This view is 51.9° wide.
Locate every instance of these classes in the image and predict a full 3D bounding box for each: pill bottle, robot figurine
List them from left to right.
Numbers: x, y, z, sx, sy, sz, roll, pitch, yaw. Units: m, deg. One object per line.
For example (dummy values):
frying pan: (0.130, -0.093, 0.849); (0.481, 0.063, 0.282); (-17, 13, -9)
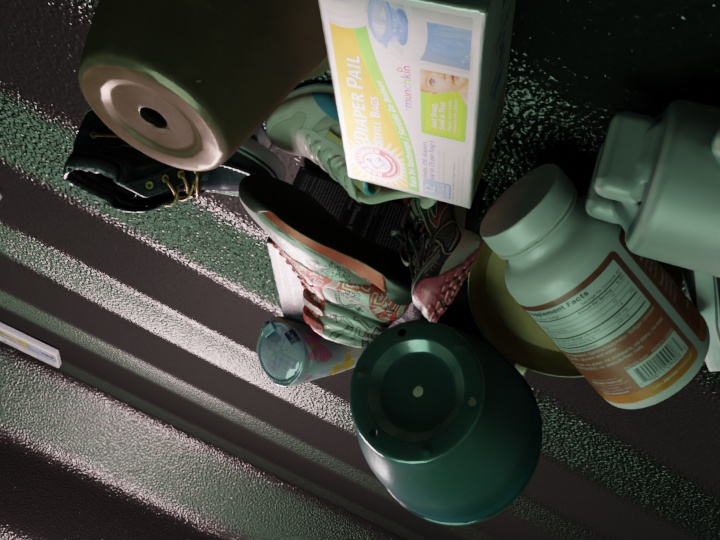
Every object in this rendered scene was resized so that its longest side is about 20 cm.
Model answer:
pill bottle: (0.195, 0.012, 0.630); (0.200, 0.113, 0.112); (46, 149, -14)
robot figurine: (0.266, -0.052, 0.526); (0.196, 0.115, 0.170); (17, 170, 12)

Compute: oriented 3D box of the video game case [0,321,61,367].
video game case: (-0.993, 0.222, 2.214); (0.197, 0.022, 0.182); (28, 154, -8)

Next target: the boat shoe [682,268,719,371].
boat shoe: (0.340, 0.027, 0.681); (0.065, 0.071, 0.201); (-16, 133, 20)

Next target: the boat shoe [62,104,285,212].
boat shoe: (-0.173, -0.089, 0.700); (0.196, 0.092, 0.071); (16, 147, -9)

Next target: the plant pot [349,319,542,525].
plant pot: (0.077, 0.146, 0.757); (0.196, 0.204, 0.188); (11, 162, 24)

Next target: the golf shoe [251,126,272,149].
golf shoe: (-0.172, -0.126, 0.793); (0.094, 0.079, 0.198); (38, 152, -29)

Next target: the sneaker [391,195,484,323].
sneaker: (0.063, -0.024, 0.672); (0.074, 0.201, 0.081); (27, 116, -5)

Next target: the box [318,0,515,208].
box: (0.046, -0.151, 0.531); (0.110, 0.103, 0.201); (15, 154, 14)

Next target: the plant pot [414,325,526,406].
plant pot: (0.106, 0.150, 0.992); (0.181, 0.202, 0.202); (26, 157, 21)

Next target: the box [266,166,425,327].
box: (0.000, 0.000, 0.860); (0.179, 0.106, 0.201); (17, 154, 9)

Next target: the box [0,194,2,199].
box: (-0.695, -0.159, 1.147); (0.196, 0.098, 0.177); (18, 152, 8)

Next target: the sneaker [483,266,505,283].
sneaker: (0.207, 0.016, 0.754); (0.197, 0.075, 0.119); (9, 148, 25)

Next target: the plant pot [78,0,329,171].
plant pot: (-0.113, -0.174, 0.538); (0.197, 0.177, 0.201); (19, 156, 9)

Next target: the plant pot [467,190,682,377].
plant pot: (0.202, 0.013, 0.709); (0.196, 0.028, 0.204); (6, 119, 10)

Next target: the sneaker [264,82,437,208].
sneaker: (-0.007, -0.112, 0.677); (0.196, 0.082, 0.077); (13, 155, 24)

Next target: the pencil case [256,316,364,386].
pencil case: (-0.051, 0.099, 1.010); (0.091, 0.198, 0.084); (51, 120, 24)

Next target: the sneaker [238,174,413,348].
sneaker: (-0.047, 0.000, 0.717); (0.199, 0.068, 0.108); (30, 124, -10)
